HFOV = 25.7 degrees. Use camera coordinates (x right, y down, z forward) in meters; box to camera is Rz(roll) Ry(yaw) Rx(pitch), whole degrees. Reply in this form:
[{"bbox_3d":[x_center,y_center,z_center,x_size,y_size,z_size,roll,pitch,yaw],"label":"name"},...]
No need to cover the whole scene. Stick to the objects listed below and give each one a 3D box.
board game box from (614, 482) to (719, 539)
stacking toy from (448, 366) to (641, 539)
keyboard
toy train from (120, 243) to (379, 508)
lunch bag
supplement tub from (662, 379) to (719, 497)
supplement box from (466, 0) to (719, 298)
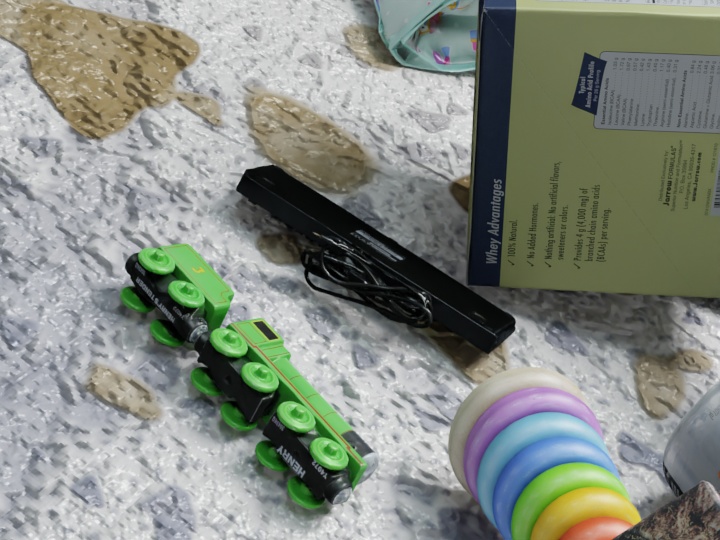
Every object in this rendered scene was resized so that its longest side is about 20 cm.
[{"bbox_3d":[0.103,0.213,0.622,0.097,0.199,0.160,46,12,-50],"label":"board game box"},{"bbox_3d":[0.107,0.127,0.799,0.085,0.086,0.200,11,19,-16],"label":"stacking toy"},{"bbox_3d":[0.000,0.000,1.000,0.199,0.040,0.104,32,14,13],"label":"keyboard"},{"bbox_3d":[-0.062,0.055,0.884,0.056,0.042,0.200,-9,46,-50],"label":"toy train"},{"bbox_3d":[0.100,-0.249,1.265,0.198,0.122,0.171,-13,50,-2],"label":"lunch bag"},{"bbox_3d":[0.267,0.150,0.873,0.122,0.123,0.201,-5,45,-33],"label":"supplement tub"},{"bbox_3d":[0.172,-0.102,1.019,0.198,0.201,0.135,3,32,4],"label":"supplement box"}]
